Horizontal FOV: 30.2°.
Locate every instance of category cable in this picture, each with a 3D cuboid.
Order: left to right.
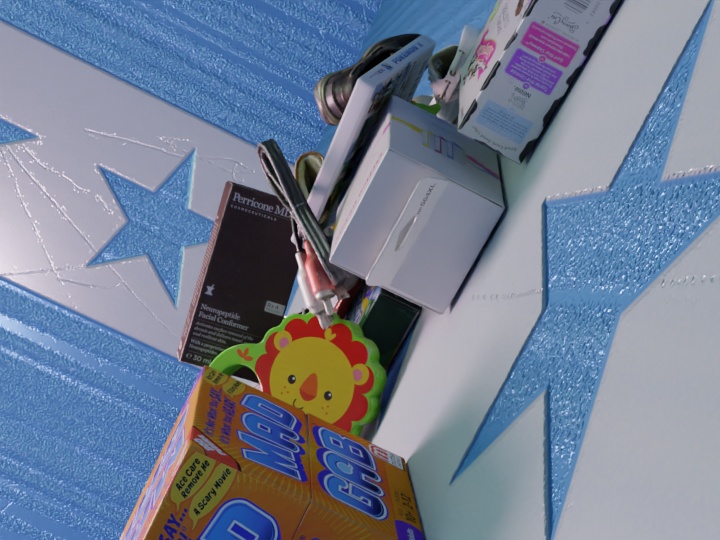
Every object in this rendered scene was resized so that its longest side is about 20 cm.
[{"bbox_3d":[-0.064,-0.042,1.324,0.050,0.202,0.097,-26,-9,-10],"label":"cable"}]

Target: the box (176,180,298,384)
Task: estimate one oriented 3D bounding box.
[{"bbox_3d":[-0.126,0.013,1.462,0.075,0.099,0.203,-157,83,-78],"label":"box"}]

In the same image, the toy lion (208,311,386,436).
[{"bbox_3d":[-0.075,0.130,1.382,0.069,0.198,0.194,16,-91,-66],"label":"toy lion"}]

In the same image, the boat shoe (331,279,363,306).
[{"bbox_3d":[0.025,-0.024,1.542,0.073,0.070,0.201,-93,21,-44],"label":"boat shoe"}]

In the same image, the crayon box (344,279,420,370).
[{"bbox_3d":[-0.001,0.087,1.464,0.126,0.051,0.202,-84,20,-66],"label":"crayon box"}]

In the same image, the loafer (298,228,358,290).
[{"bbox_3d":[-0.037,-0.006,1.514,0.069,0.071,0.200,-21,19,-5],"label":"loafer"}]

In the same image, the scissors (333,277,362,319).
[{"bbox_3d":[0.000,0.000,1.489,0.073,0.014,0.202,-78,14,-67],"label":"scissors"}]

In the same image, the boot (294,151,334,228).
[{"bbox_3d":[-0.047,-0.046,1.715,0.065,0.177,0.200,-23,-6,-7],"label":"boot"}]

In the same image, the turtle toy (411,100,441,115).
[{"bbox_3d":[0.036,-0.116,1.596,0.201,0.101,0.146,-51,-2,13],"label":"turtle toy"}]

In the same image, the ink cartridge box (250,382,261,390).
[{"bbox_3d":[-0.115,0.182,1.541,0.146,0.085,0.200,-40,1,5],"label":"ink cartridge box"}]

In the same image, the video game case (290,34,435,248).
[{"bbox_3d":[0.004,-0.138,1.409,0.182,0.022,0.202,-45,-17,-57],"label":"video game case"}]

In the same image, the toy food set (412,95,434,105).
[{"bbox_3d":[0.048,-0.135,1.809,0.201,0.060,0.144,-53,12,23],"label":"toy food set"}]

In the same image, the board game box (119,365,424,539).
[{"bbox_3d":[-0.084,0.232,1.077,0.202,0.198,0.200,-63,9,10],"label":"board game box"}]

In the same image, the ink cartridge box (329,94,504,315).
[{"bbox_3d":[0.054,-0.061,1.292,0.130,0.124,0.201,-62,9,23],"label":"ink cartridge box"}]

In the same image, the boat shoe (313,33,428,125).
[{"bbox_3d":[0.031,-0.227,1.570,0.073,0.075,0.200,-8,24,45],"label":"boat shoe"}]

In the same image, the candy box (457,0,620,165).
[{"bbox_3d":[0.166,-0.226,1.243,0.201,0.071,0.168,-61,10,26],"label":"candy box"}]

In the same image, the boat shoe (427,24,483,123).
[{"bbox_3d":[0.114,-0.242,1.616,0.200,0.069,0.072,131,162,-63],"label":"boat shoe"}]

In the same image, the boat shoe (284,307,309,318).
[{"bbox_3d":[-0.075,0.073,1.819,0.075,0.092,0.202,-50,18,60],"label":"boat shoe"}]
